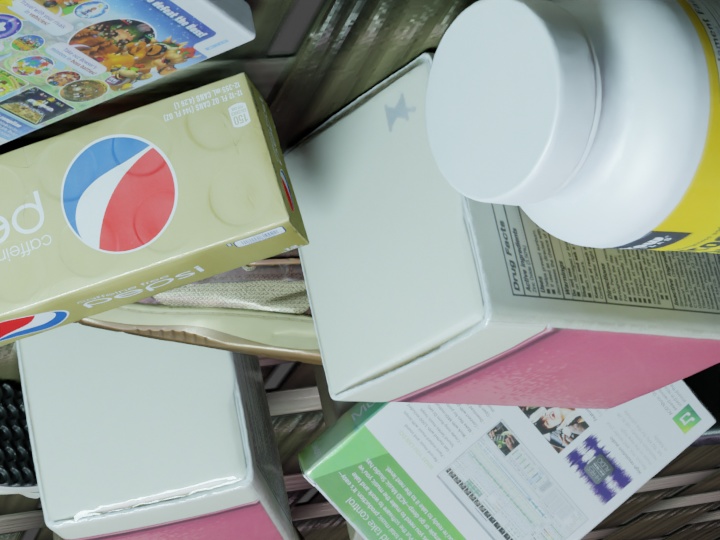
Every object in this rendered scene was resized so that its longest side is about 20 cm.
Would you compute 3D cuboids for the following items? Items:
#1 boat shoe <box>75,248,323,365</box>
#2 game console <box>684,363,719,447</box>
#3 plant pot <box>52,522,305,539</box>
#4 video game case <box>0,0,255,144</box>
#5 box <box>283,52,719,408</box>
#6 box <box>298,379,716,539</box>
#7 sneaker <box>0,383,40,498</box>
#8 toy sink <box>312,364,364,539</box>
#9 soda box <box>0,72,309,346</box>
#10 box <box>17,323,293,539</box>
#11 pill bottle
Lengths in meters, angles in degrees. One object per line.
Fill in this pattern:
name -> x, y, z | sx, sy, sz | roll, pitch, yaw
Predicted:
boat shoe -> -0.092, -0.003, 0.868 | 0.198, 0.073, 0.072 | 9, 175, 0
game console -> 0.302, 0.070, 1.233 | 0.199, 0.177, 0.117 | -8, 135, 12
plant pot -> -0.142, 0.217, 1.321 | 0.199, 0.201, 0.175 | -14, 145, 3
video game case -> -0.157, -0.080, 0.672 | 0.199, 0.018, 0.143 | -19, 160, 19
box -> 0.078, -0.011, 0.859 | 0.199, 0.129, 0.109 | 6, 154, -42
box -> 0.084, 0.096, 1.032 | 0.200, 0.145, 0.036 | -41, -164, 0
sneaker -> -0.212, 0.117, 1.124 | 0.199, 0.071, 0.093 | 2, 151, -45
toy sink -> 0.079, 0.083, 1.131 | 0.199, 0.131, 0.112 | -12, 162, -7
soda box -> -0.128, -0.016, 0.771 | 0.199, 0.068, 0.064 | -18, 171, 3
box -> -0.109, 0.089, 0.997 | 0.108, 0.129, 0.200 | -13, 161, 0
pill bottle -> 0.128, -0.064, 0.763 | 0.199, 0.113, 0.112 | 2, 157, -37
